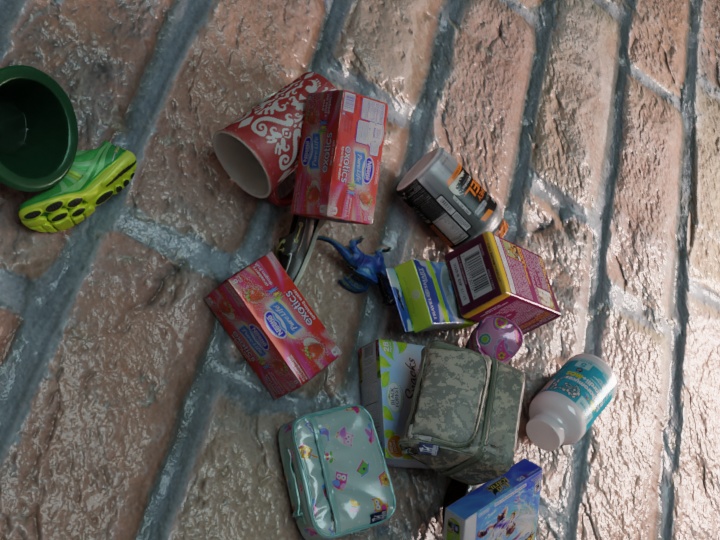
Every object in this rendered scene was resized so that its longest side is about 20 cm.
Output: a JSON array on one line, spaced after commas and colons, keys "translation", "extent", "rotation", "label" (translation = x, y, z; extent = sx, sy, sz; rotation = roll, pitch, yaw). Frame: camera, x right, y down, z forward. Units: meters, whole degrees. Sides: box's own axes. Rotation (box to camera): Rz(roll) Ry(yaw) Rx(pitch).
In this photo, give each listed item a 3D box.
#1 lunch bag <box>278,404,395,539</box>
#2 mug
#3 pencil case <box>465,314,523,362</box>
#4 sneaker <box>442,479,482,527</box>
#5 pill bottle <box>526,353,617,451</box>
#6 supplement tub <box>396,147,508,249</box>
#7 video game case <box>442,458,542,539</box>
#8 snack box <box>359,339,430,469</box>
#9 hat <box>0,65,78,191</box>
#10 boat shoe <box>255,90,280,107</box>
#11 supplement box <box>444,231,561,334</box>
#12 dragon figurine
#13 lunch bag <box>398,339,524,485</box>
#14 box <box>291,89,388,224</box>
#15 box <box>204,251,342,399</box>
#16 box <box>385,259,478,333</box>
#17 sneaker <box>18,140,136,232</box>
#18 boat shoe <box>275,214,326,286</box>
[{"translation": [-0.039, 0.314, 1.456], "extent": [0.160, 0.077, 0.200], "rotation": [-6, 73, -36], "label": "lunch bag"}, {"translation": [-0.130, -0.221, 1.589], "extent": [0.133, 0.178, 0.200], "rotation": [38, 64, 17], "label": "mug"}, {"translation": [0.228, 0.130, 1.646], "extent": [0.087, 0.200, 0.088], "rotation": [0, 80, 2], "label": "pencil case"}, {"translation": [0.202, 0.362, 1.602], "extent": [0.085, 0.073, 0.200], "rotation": [35, 53, -14], "label": "sneaker"}, {"translation": [0.387, 0.249, 1.757], "extent": [0.200, 0.111, 0.111], "rotation": [-39, 94, -39], "label": "pill bottle"}, {"translation": [0.175, -0.122, 1.767], "extent": [0.200, 0.123, 0.123], "rotation": [44, 52, -12], "label": "supplement tub"}, {"translation": [0.214, 0.426, 1.535], "extent": [0.200, 0.045, 0.182], "rotation": [-20, 123, -38], "label": "video game case"}, {"translation": [0.086, 0.227, 1.587], "extent": [0.168, 0.068, 0.200], "rotation": [12, 63, -31], "label": "snack box"}, {"translation": [-0.527, -0.208, 1.366], "extent": [0.166, 0.176, 0.200], "rotation": [7, 83, -51], "label": "hat"}, {"translation": [-0.091, -0.283, 1.688], "extent": [0.200, 0.072, 0.068], "rotation": [-4, 68, -38], "label": "boat shoe"}, {"translation": [0.261, 0.027, 1.729], "extent": [0.200, 0.103, 0.131], "rotation": [21, 47, -46], "label": "supplement box"}, {"translation": [0.000, 0.000, 1.633], "extent": [0.200, 0.059, 0.100], "rotation": [20, 59, -28], "label": "dragon figurine"}, {"translation": [0.155, 0.226, 1.510], "extent": [0.168, 0.139, 0.200], "rotation": [24, 59, -14], "label": "lunch bag"}, {"translation": [-0.033, -0.179, 1.516], "extent": [0.103, 0.095, 0.200], "rotation": [7, 90, -41], "label": "box"}, {"translation": [-0.136, 0.087, 1.477], "extent": [0.100, 0.095, 0.200], "rotation": [-36, 92, -38], "label": "box"}, {"translation": [0.129, 0.045, 1.670], "extent": [0.200, 0.048, 0.122], "rotation": [2, 67, -57], "label": "box"}, {"translation": [-0.425, -0.125, 1.402], "extent": [0.084, 0.074, 0.200], "rotation": [37, 53, 18], "label": "sneaker"}, {"translation": [-0.107, -0.043, 1.570], "extent": [0.061, 0.072, 0.201], "rotation": [24, 66, -8], "label": "boat shoe"}]
